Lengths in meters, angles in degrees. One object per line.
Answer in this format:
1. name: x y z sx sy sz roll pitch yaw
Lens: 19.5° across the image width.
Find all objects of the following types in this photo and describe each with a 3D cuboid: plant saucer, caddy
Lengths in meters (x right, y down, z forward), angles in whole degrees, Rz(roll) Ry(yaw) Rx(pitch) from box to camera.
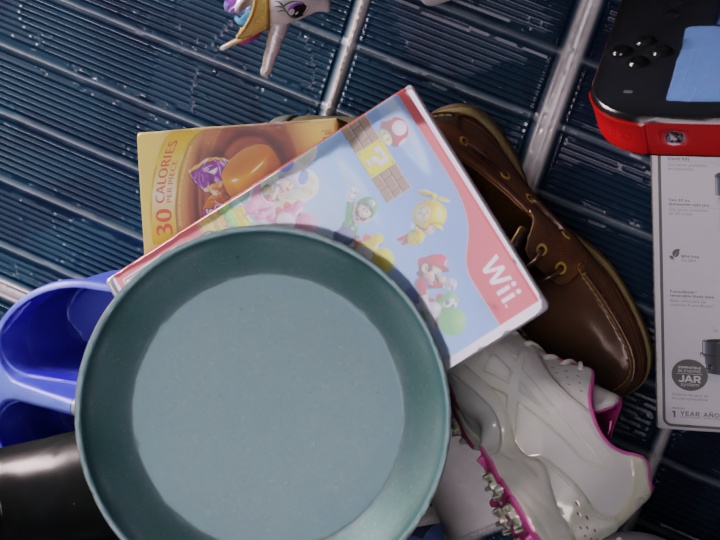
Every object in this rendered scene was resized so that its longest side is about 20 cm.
1. plant saucer: -0.051 0.076 1.115 0.199 0.036 0.201 0 91 4
2. caddy: -0.130 0.075 1.269 0.199 0.105 0.142 7 104 17

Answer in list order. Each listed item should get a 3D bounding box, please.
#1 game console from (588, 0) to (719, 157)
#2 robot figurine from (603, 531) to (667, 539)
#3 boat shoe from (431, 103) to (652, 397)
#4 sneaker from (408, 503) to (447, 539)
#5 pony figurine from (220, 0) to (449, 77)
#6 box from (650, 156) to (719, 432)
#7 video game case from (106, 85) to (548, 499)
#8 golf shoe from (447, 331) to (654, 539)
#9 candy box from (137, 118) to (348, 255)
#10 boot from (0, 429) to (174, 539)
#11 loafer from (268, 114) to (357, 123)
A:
1. game console: 0.227 -0.118 1.083 0.199 0.177 0.031 3 131 18
2. robot figurine: 0.166 0.226 1.176 0.169 0.113 0.200 -34 118 11
3. boat shoe: 0.090 -0.005 1.201 0.072 0.068 0.200 -38 88 21
4. sneaker: -0.034 0.157 1.226 0.074 0.199 0.083 -34 53 47
5. pony figurine: -0.001 -0.219 1.160 0.199 0.167 0.194 -13 104 5
6. box: 0.220 -0.013 1.145 0.116 0.060 0.201 2 111 18
7. video game case: -0.018 0.013 1.139 0.200 0.017 0.143 -32 89 5
8. golf shoe: 0.092 0.072 1.167 0.091 0.075 0.200 -25 59 -3
9. candy box: -0.060 0.019 1.181 0.116 0.056 0.201 -3 90 7
10. boot: -0.218 0.129 1.166 0.198 0.162 0.074 -15 82 46
11. loafer: 0.000 0.000 1.228 0.069 0.075 0.201 -16 95 25
